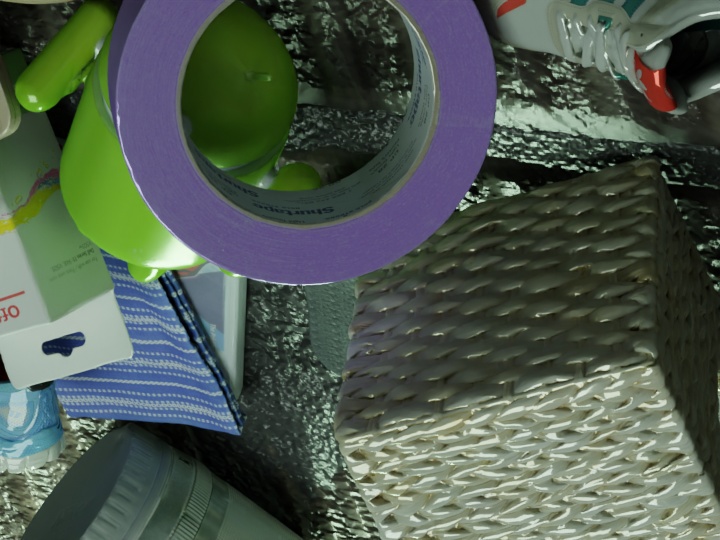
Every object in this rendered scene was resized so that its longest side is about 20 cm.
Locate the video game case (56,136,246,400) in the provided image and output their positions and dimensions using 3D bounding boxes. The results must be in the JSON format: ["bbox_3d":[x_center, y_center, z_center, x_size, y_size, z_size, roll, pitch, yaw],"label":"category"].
[{"bbox_3d":[-0.160,-0.003,1.811,0.182,0.023,0.200,17,142,10],"label":"video game case"}]

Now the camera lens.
[{"bbox_3d":[-0.123,0.222,1.946,0.200,0.160,0.160,38,141,-17],"label":"camera lens"}]

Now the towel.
[{"bbox_3d":[-0.168,0.035,1.826,0.145,0.024,0.200,3,139,28],"label":"towel"}]

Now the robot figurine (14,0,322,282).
[{"bbox_3d":[-0.103,-0.079,1.610,0.175,0.116,0.200,41,144,9],"label":"robot figurine"}]

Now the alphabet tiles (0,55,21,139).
[{"bbox_3d":[-0.280,-0.094,1.674,0.200,0.015,0.196,-24,82,36],"label":"alphabet tiles"}]

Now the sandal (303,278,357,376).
[{"bbox_3d":[-0.001,0.000,1.718,0.076,0.043,0.200,27,152,10],"label":"sandal"}]

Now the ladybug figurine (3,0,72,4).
[{"bbox_3d":[-0.173,-0.211,1.527,0.200,0.072,0.136,-11,130,38],"label":"ladybug figurine"}]

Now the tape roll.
[{"bbox_3d":[-0.031,-0.096,1.495,0.200,0.066,0.201,-3,109,-8],"label":"tape roll"}]

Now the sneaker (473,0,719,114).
[{"bbox_3d":[0.139,-0.125,1.437,0.199,0.093,0.070,1,137,28],"label":"sneaker"}]

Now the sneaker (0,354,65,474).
[{"bbox_3d":[-0.259,0.041,1.855,0.200,0.078,0.090,37,134,27],"label":"sneaker"}]

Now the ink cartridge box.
[{"bbox_3d":[-0.228,-0.020,1.717,0.117,0.067,0.200,-17,98,37],"label":"ink cartridge box"}]

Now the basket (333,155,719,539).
[{"bbox_3d":[0.101,0.068,1.578,0.200,0.198,0.161,-16,126,18],"label":"basket"}]
